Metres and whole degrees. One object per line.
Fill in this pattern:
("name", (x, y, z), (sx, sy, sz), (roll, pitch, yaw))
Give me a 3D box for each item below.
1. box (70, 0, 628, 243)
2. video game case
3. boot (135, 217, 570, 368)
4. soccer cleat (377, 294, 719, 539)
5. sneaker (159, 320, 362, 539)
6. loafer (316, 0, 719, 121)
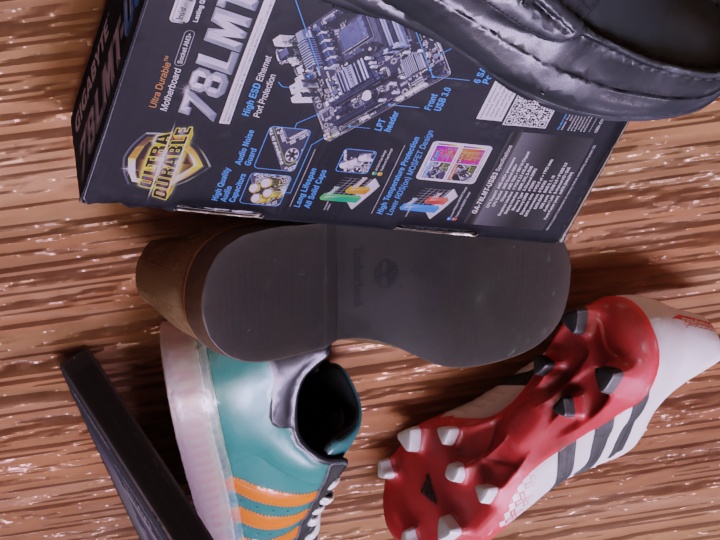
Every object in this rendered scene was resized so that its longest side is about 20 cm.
("box", (0.014, -0.094, 0.764), (0.198, 0.050, 0.200), (5, 139, -19))
("video game case", (-0.075, 0.141, 0.974), (0.019, 0.143, 0.200), (-30, 145, -12))
("boot", (0.000, 0.000, 0.887), (0.200, 0.074, 0.075), (1, -173, -37))
("soccer cleat", (0.085, 0.076, 0.998), (0.085, 0.069, 0.200), (1, 146, -41))
("sneaker", (-0.035, 0.088, 0.973), (0.080, 0.072, 0.200), (-9, 143, 1))
("loafer", (0.048, -0.101, 0.672), (0.200, 0.068, 0.070), (19, 141, -29))
